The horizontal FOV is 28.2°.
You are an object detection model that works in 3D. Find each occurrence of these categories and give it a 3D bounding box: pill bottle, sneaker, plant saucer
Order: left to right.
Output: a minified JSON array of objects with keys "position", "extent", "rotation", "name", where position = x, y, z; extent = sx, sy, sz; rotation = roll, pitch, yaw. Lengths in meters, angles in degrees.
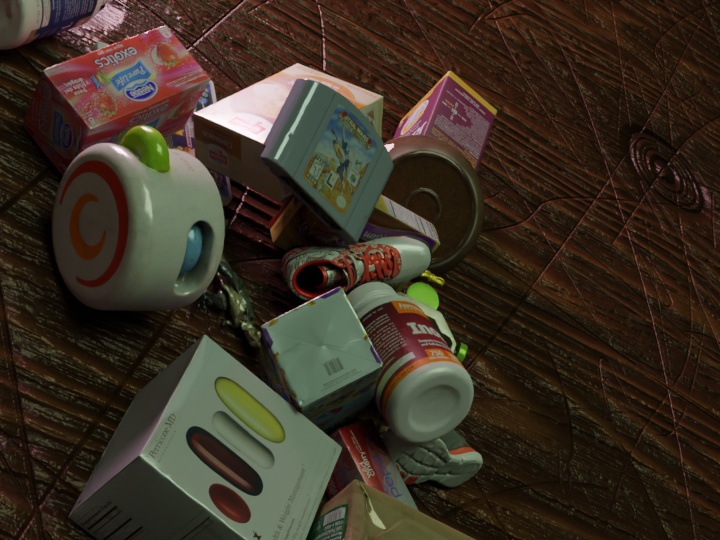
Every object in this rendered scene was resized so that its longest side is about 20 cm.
[{"position":[-0.388,-0.349,1.768],"extent":[0.111,0.111,0.200],"rotation":[51,38,2],"name":"pill bottle"},{"position":[-0.001,0.001,1.810],"extent":[0.198,0.068,0.108],"rotation":[-3,14,-6],"name":"sneaker"},{"position":[0.046,0.104,1.722],"extent":[0.112,0.114,0.200],"rotation":[16,25,-36],"name":"pill bottle"},{"position":[0.081,-0.086,1.974],"extent":[0.200,0.201,0.034],"rotation":[40,-5,-12],"name":"plant saucer"},{"position":[0.076,0.216,1.791],"extent":[0.200,0.077,0.082],"rotation":[31,23,-54],"name":"sneaker"}]

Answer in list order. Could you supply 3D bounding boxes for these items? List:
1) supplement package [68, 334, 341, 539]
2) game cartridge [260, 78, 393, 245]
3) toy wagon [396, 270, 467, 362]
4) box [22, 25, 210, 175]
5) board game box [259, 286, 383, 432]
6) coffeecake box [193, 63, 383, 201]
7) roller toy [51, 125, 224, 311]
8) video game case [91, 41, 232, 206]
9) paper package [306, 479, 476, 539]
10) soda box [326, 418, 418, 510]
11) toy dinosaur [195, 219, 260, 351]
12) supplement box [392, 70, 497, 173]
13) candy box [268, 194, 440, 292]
[{"position":[-0.157,0.219,1.496],"extent":[0.200,0.147,0.192],"rotation":[40,39,-14],"name":"supplement package"},{"position":[-0.035,-0.138,1.752],"extent":[0.200,0.041,0.134],"rotation":[43,70,-45],"name":"game cartridge"},{"position":[0.062,0.090,1.864],"extent":[0.154,0.040,0.201],"rotation":[27,56,-7],"name":"toy wagon"},{"position":[-0.292,-0.203,1.719],"extent":[0.095,0.103,0.199],"rotation":[49,46,11],"name":"box"},{"position":[-0.049,0.114,1.633],"extent":[0.104,0.200,0.104],"rotation":[-25,74,-13],"name":"board game box"},{"position":[-0.091,-0.180,1.829],"extent":[0.152,0.074,0.199],"rotation":[25,40,31],"name":"coffeecake box"},{"position":[-0.246,-0.046,1.602],"extent":[0.139,0.199,0.185],"rotation":[1,69,-45],"name":"roller toy"},{"position":[-0.256,-0.188,1.840],"extent":[0.181,0.023,0.202],"rotation":[15,48,-36],"name":"video game case"},{"position":[0.004,0.340,1.515],"extent":[0.189,0.200,0.104],"rotation":[29,41,-23],"name":"paper package"},{"position":[0.019,0.281,1.683],"extent":[0.063,0.070,0.202],"rotation":[-12,68,-47],"name":"soda box"},{"position":[-0.165,0.018,1.741],"extent":[0.088,0.047,0.202],"rotation":[19,45,-54],"name":"toy dinosaur"},{"position":[0.110,-0.177,2.110],"extent":[0.103,0.131,0.201],"rotation":[38,38,-13],"name":"supplement box"},{"position":[-0.008,-0.048,1.888],"extent":[0.199,0.117,0.057],"rotation":[29,23,-25],"name":"candy box"}]
